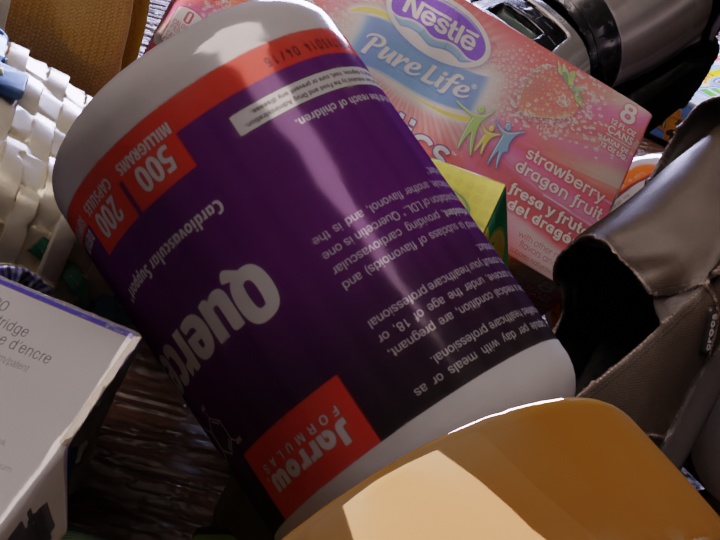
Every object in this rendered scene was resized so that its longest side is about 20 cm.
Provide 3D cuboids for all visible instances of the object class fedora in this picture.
[{"bbox_3d":[-0.145,-0.107,0.948,0.081,0.202,0.201,13,24,-1],"label":"fedora"}]

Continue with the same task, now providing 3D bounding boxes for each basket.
[{"bbox_3d":[-0.173,-0.013,0.762,0.199,0.177,0.139,21,29,-9],"label":"basket"}]

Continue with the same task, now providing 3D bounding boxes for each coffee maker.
[{"bbox_3d":[0.102,-0.093,1.128,0.134,0.193,0.200,22,41,33],"label":"coffee maker"}]

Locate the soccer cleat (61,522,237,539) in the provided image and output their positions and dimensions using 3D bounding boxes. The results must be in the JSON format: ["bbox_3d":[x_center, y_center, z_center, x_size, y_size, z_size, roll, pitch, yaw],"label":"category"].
[{"bbox_3d":[-0.074,0.124,0.680,0.199,0.065,0.084,13,53,-12],"label":"soccer cleat"}]

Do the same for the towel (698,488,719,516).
[{"bbox_3d":[0.250,0.134,0.861,0.143,0.023,0.200,-12,33,-41],"label":"towel"}]

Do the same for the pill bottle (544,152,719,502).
[{"bbox_3d":[0.169,0.036,0.876,0.113,0.115,0.200,2,24,-25],"label":"pill bottle"}]

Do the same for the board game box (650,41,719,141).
[{"bbox_3d":[0.214,-0.128,1.393,0.199,0.037,0.151,30,28,31],"label":"board game box"}]

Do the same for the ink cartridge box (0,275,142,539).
[{"bbox_3d":[-0.197,0.067,0.635,0.197,0.044,0.200,22,55,19],"label":"ink cartridge box"}]

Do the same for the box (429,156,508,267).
[{"bbox_3d":[0.000,0.000,0.824,0.117,0.200,0.049,21,68,14],"label":"box"}]

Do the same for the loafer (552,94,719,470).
[{"bbox_3d":[0.118,0.003,0.798,0.073,0.071,0.201,-1,52,45],"label":"loafer"}]

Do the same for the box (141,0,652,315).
[{"bbox_3d":[0.006,-0.063,0.867,0.199,0.103,0.095,30,67,-6],"label":"box"}]

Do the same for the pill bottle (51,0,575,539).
[{"bbox_3d":[-0.007,0.018,0.668,0.112,0.112,0.201,-20,71,-51],"label":"pill bottle"}]

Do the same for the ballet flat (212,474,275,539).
[{"bbox_3d":[0.043,0.108,0.752,0.198,0.063,0.069,14,24,-1],"label":"ballet flat"}]

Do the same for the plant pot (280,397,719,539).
[{"bbox_3d":[0.050,0.166,0.501,0.199,0.201,0.183,-12,51,-45],"label":"plant pot"}]
